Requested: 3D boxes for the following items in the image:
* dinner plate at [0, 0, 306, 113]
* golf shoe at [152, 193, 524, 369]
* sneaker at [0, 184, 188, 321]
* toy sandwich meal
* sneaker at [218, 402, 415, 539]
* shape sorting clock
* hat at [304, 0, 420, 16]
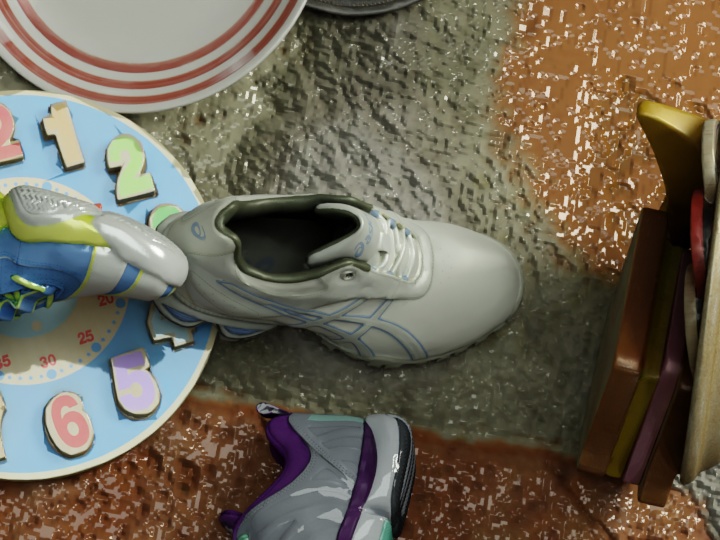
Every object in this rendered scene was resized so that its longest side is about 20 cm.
[{"bbox_3d":[-0.114,-0.180,1.111,0.200,0.024,0.201,-1,86,9],"label":"dinner plate"},{"bbox_3d":[0.000,0.000,1.049,0.200,0.097,0.078,2,73,-22],"label":"golf shoe"},{"bbox_3d":[-0.182,0.007,1.008,0.200,0.076,0.105,15,89,15],"label":"sneaker"},{"bbox_3d":[0.148,0.012,1.026,0.070,0.205,0.206,7,71,9],"label":"toy sandwich meal"},{"bbox_3d":[-0.032,0.160,1.026,0.087,0.074,0.200,9,62,9],"label":"sneaker"},{"bbox_3d":[-0.168,0.005,1.061,0.200,0.039,0.200,2,73,-7],"label":"shape sorting clock"},{"bbox_3d":[-0.008,-0.242,1.139,0.200,0.081,0.201,2,73,-7],"label":"hat"}]
